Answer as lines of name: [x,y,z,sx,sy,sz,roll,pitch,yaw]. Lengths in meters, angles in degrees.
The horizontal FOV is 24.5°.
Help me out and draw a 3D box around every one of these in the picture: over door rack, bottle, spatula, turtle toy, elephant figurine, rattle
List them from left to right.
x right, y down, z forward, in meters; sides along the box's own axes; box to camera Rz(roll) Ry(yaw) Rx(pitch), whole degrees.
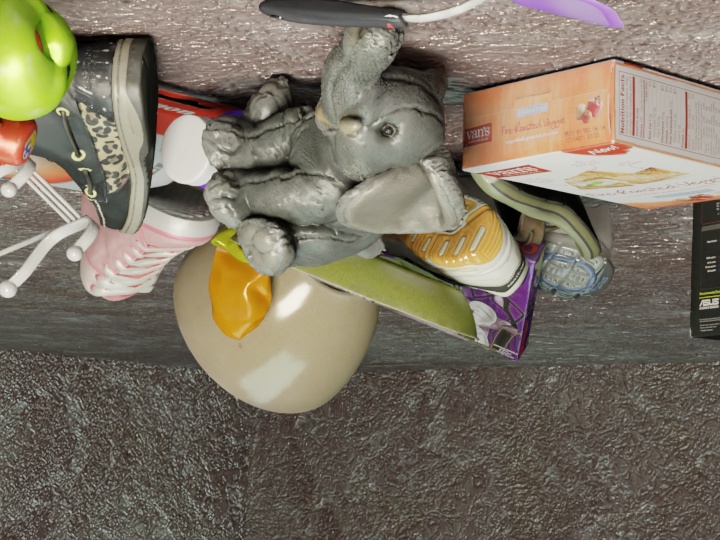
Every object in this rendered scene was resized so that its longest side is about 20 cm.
over door rack: [-0.299,-0.047,1.180,0.200,0.067,0.148,-9,133,43]
turtle toy: [-0.223,-0.100,0.894,0.101,0.146,0.200,-19,-174,-33]
rattle: [-0.103,-0.024,1.391,0.130,0.143,0.200,24,173,-16]
bottle: [-0.057,-0.075,1.181,0.083,0.065,0.200,-24,162,34]
elephant figurine: [0.007,-0.077,1.035,0.200,0.142,0.155,-24,-173,38]
spatula: [0.039,-0.141,0.888,0.199,0.021,0.057,0,174,17]

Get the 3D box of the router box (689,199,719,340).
router box: [0.317,-0.030,1.164,0.062,0.150,0.200,6,172,-29]

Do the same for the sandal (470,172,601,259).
sandal: [0.123,-0.057,1.262,0.057,0.080,0.201,-32,149,22]

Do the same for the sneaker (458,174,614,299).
sneaker: [0.119,-0.043,1.389,0.200,0.087,0.075,21,138,0]

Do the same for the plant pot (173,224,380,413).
plant pot: [-0.058,0.015,1.572,0.200,0.201,0.134,7,146,-34]

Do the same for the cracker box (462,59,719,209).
cracker box: [0.184,-0.087,1.123,0.200,0.058,0.134,9,169,-40]

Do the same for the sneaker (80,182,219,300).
sneaker: [-0.174,-0.019,1.357,0.075,0.105,0.200,0,-168,-32]

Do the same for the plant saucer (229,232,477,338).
plant saucer: [0.000,0.000,1.244,0.200,0.031,0.200,22,-178,-1]

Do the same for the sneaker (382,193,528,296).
sneaker: [0.044,-0.029,1.279,0.200,0.076,0.088,30,173,44]

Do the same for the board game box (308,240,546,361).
board game box: [0.050,-0.008,1.370,0.200,0.032,0.120,22,134,17]

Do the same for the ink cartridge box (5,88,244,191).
ink cartridge box: [-0.181,-0.093,1.204,0.200,0.050,0.162,-1,173,42]

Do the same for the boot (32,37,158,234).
boot: [-0.209,-0.091,1.070,0.153,0.074,0.204,5,156,-6]
